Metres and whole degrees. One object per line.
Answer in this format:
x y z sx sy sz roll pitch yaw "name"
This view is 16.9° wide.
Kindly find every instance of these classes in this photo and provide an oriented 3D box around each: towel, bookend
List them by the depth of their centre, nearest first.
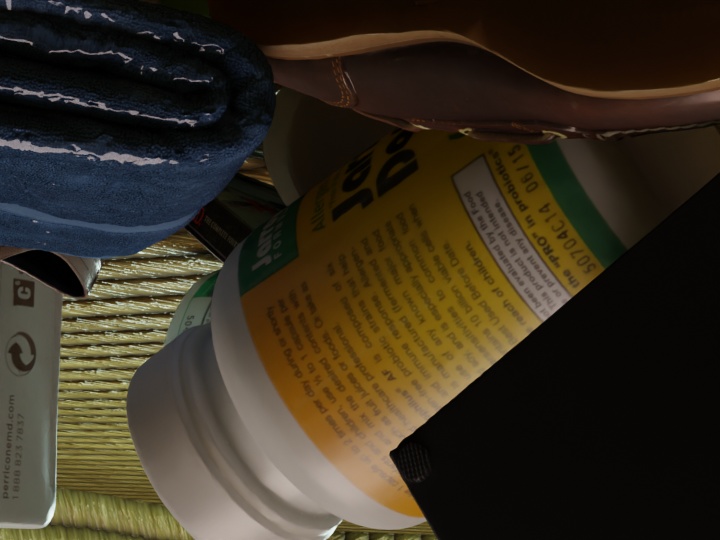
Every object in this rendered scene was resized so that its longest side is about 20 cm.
0.148 0.023 0.669 0.200 0.092 0.198 -42 160 30 "bookend"
-0.094 -0.038 0.726 0.111 0.049 0.200 11 170 -12 "towel"

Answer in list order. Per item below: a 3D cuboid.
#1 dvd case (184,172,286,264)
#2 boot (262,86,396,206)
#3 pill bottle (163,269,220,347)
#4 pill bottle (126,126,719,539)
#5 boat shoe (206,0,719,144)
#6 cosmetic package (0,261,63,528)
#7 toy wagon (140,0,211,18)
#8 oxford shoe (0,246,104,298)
0.000 0.000 0.967 0.145 0.022 0.200 19 -173 -23 "dvd case"
0.018 -0.029 0.923 0.200 0.073 0.090 27 175 -42 "boot"
0.004 0.053 1.272 0.199 0.114 0.113 -1 168 36 "pill bottle"
0.023 0.014 0.789 0.200 0.113 0.113 -35 151 24 "pill bottle"
0.052 -0.069 0.646 0.199 0.071 0.070 10 163 42 "boat shoe"
-0.256 0.026 1.076 0.199 0.169 0.166 -2 173 40 "cosmetic package"
-0.114 -0.085 0.745 0.199 0.040 0.155 6 171 -2 "toy wagon"
-0.172 -0.036 0.967 0.071 0.073 0.199 -3 167 45 "oxford shoe"
